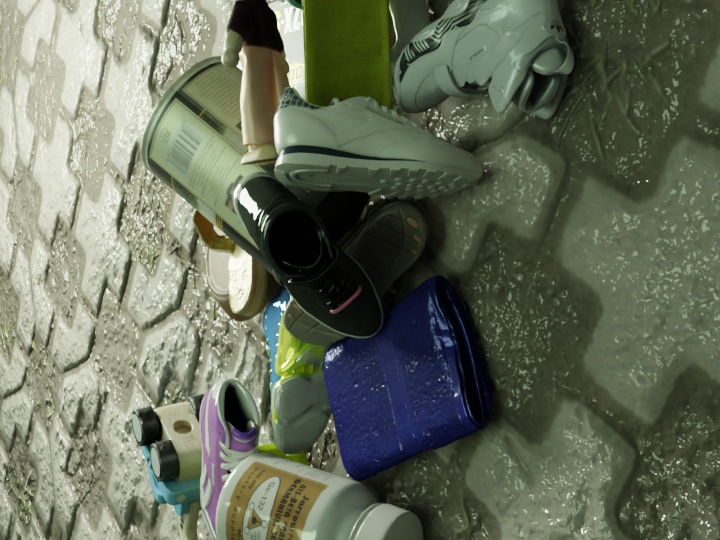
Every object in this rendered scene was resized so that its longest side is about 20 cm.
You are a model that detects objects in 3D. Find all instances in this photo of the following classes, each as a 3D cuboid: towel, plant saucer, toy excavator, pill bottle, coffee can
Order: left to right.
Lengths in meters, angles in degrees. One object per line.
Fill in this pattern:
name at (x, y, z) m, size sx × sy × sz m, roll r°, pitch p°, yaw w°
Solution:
toy excavator at (-0.224, 0.294, 1.279) m, size 0.195 × 0.098 × 0.203 m, roll 49°, pitch 139°, yaw 42°
plant saucer at (-0.133, -0.043, 1.152) m, size 0.199 × 0.034 × 0.204 m, roll -33°, pitch 49°, yaw 48°
coffee can at (-0.105, -0.103, 1.010) m, size 0.199 × 0.146 × 0.148 m, roll 39°, pitch 123°, yaw 14°
pill bottle at (-0.041, 0.263, 0.994) m, size 0.197 × 0.114 × 0.117 m, roll 9°, pitch 98°, yaw 35°
towel at (-0.010, -0.174, 0.897) m, size 0.018 × 0.084 × 0.204 m, roll -149°, pitch 56°, yaw -68°
towel at (0.043, 0.111, 0.963) m, size 0.199 × 0.049 × 0.150 m, roll -34°, pitch 60°, yaw 45°

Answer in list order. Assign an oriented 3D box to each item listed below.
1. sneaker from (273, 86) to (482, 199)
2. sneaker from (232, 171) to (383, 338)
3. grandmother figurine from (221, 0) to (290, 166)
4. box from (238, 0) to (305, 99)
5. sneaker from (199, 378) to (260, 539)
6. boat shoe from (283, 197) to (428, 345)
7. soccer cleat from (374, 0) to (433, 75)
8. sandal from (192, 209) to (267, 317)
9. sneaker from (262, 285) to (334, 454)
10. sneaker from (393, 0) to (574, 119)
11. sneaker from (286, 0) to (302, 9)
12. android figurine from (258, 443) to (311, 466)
sneaker at (0.019, -0.113, 0.874) m, size 0.076 × 0.196 × 0.082 m, roll 141°, pitch 132°, yaw -61°
sneaker at (-0.037, 0.005, 0.884) m, size 0.070 × 0.201 × 0.099 m, roll -40°, pitch 26°, yaw 0°
grandmother figurine at (-0.091, -0.201, 0.900) m, size 0.059 × 0.121 × 0.204 m, roll -7°, pitch 92°, yaw 9°
box at (-0.076, -0.222, 1.107) m, size 0.198 × 0.049 × 0.163 m, roll 4°, pitch 92°, yaw 52°
sneaker at (-0.138, 0.220, 1.081) m, size 0.114 × 0.071 × 0.204 m, roll 138°, pitch 121°, yaw -65°
boat shoe at (0.000, 0.000, 0.989) m, size 0.074 × 0.074 × 0.199 m, roll 43°, pitch 118°, yaw -11°
soccer cleat at (0.025, -0.285, 0.953) m, size 0.069 × 0.077 × 0.204 m, roll -26°, pitch 70°, yaw 48°
sandal at (-0.150, -0.050, 1.084) m, size 0.078 × 0.069 × 0.214 m, roll -45°, pitch 42°, yaw 37°
sneaker at (-0.070, 0.095, 1.095) m, size 0.105 × 0.075 × 0.204 m, roll 21°, pitch 100°, yaw 62°
sneaker at (0.105, -0.170, 0.855) m, size 0.199 × 0.074 × 0.117 m, roll -39°, pitch 61°, yaw 45°
sneaker at (-0.014, -0.342, 0.933) m, size 0.199 × 0.078 × 0.140 m, roll -42°, pitch 45°, yaw 3°
android figurine at (-0.101, 0.288, 1.148) m, size 0.201 × 0.041 × 0.184 m, roll 53°, pitch 129°, yaw 36°
